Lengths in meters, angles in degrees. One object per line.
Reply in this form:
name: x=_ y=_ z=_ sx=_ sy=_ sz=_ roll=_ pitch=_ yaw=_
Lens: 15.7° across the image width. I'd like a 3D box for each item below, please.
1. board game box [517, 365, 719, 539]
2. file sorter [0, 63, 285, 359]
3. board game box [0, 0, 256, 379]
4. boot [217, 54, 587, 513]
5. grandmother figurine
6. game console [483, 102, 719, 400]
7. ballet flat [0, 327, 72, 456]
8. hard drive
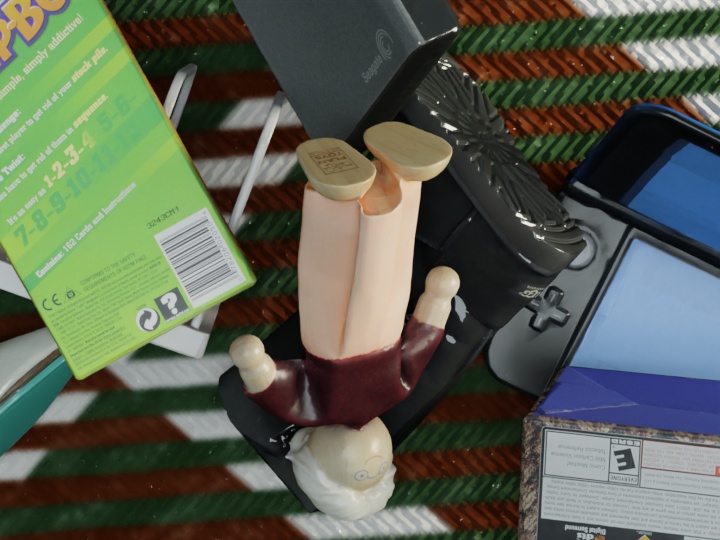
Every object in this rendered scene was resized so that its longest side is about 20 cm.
board game box: x=0.162 y=0.161 z=1.290 sx=0.159 sy=0.097 sz=0.200 roll=6 pitch=105 yaw=14
file sorter: x=-0.148 y=-0.058 z=1.279 sx=0.200 sy=0.139 sz=0.125 roll=19 pitch=97 yaw=-3
board game box: x=-0.137 y=-0.060 z=1.199 sx=0.095 sy=0.030 sz=0.200 roll=-29 pitch=98 yaw=0
boot: x=0.000 y=0.001 z=1.322 sx=0.200 sy=0.066 sz=0.165 roll=-49 pitch=56 yaw=27
grandmother figurine: x=-0.005 y=0.033 z=1.225 sx=0.121 sy=0.061 sz=0.200 roll=-10 pitch=125 yaw=-17
game console: x=0.183 y=0.025 z=1.299 sx=0.200 sy=0.118 sz=0.171 roll=26 pitch=99 yaw=-3
ballet flat: x=-0.223 y=0.092 z=1.348 sx=0.069 sy=0.069 sz=0.200 roll=38 pitch=99 yaw=-6
hard drive: x=-0.032 y=-0.163 z=1.234 sx=0.033 sy=0.140 sz=0.200 roll=-25 pitch=79 yaw=-26
